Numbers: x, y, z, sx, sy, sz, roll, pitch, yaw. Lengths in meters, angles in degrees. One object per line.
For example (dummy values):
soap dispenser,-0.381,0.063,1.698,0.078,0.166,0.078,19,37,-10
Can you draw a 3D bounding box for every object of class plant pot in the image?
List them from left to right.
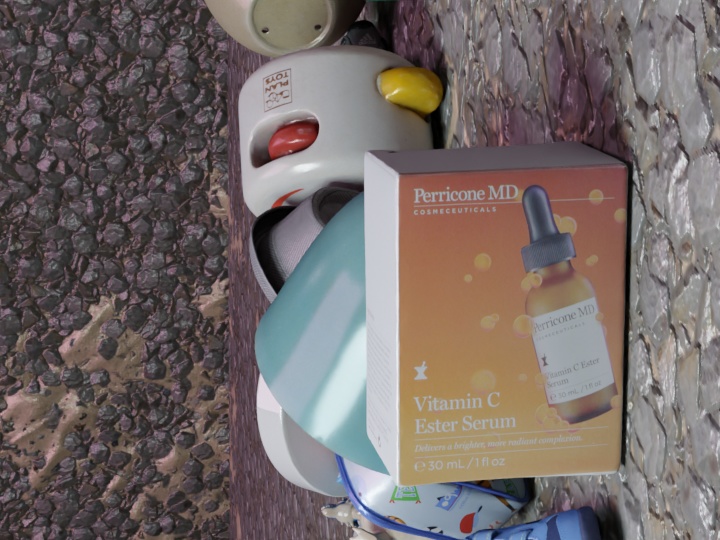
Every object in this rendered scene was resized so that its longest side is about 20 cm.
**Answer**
plant pot,-0.075,-0.301,1.651,0.135,0.198,0.202,-99,11,-50
plant pot,0.042,0.025,1.165,0.201,0.199,0.162,-105,35,-49

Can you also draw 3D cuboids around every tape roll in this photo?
tape roll,-0.015,0.116,1.519,0.037,0.202,0.205,8,104,44

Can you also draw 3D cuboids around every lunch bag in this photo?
lunch bag,0.040,0.122,1.252,0.076,0.159,0.201,-56,34,28

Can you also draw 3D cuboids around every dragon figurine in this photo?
dragon figurine,0.054,0.208,1.307,0.099,0.198,0.059,-16,-66,-69

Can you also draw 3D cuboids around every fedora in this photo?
fedora,0.000,0.000,1.396,0.090,0.200,0.177,-46,5,31

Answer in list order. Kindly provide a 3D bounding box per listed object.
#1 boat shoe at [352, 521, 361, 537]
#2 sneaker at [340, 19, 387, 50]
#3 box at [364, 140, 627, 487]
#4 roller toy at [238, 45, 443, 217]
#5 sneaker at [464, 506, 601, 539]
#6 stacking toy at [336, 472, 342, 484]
boat shoe,0.022,0.278,1.631,0.067,0.073,0.201,102,167,-47
sneaker,0.004,-0.212,1.620,0.200,0.074,0.117,119,149,-73
box,0.084,0.024,1.021,0.106,0.151,0.202,-129,37,-74
roller toy,-0.022,-0.126,1.479,0.200,0.180,0.141,117,150,-70
sneaker,0.117,0.210,1.095,0.200,0.081,0.075,123,144,-70
stacking toy,0.041,0.108,1.488,0.116,0.109,0.202,118,159,-69
